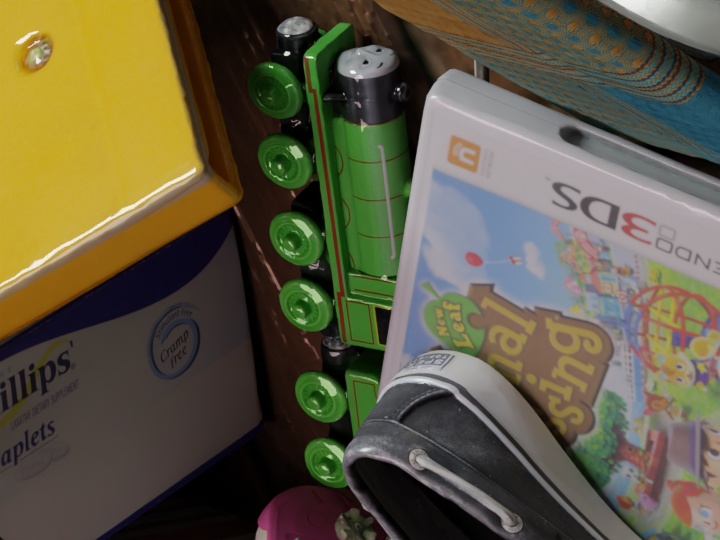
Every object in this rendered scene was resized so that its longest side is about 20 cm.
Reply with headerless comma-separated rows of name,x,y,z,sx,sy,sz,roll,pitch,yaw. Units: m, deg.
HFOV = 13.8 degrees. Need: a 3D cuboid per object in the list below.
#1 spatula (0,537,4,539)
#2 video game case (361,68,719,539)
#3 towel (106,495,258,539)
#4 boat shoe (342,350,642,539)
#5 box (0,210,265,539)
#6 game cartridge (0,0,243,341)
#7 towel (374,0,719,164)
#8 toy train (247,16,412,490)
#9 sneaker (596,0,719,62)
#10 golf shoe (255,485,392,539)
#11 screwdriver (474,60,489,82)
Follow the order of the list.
spatula,-0.193,0.080,1.068,0.199,0.021,0.057,11,129,37
video game case,0.093,0.045,1.024,0.182,0.022,0.200,24,134,17
towel,-0.111,0.117,1.206,0.200,0.146,0.030,15,102,39
boat shoe,0.071,0.120,1.032,0.200,0.068,0.072,50,135,-10
box,-0.173,0.038,1.179,0.199,0.184,0.105,13,124,38
game cartridge,-0.145,-0.047,1.063,0.200,0.032,0.177,-31,52,19
towel,0.041,-0.079,0.889,0.200,0.022,0.147,26,178,-31
toy train,0.000,0.000,1.097,0.056,0.042,0.201,11,125,28
sneaker,0.063,-0.151,0.913,0.200,0.076,0.116,24,124,20
golf shoe,0.002,0.181,1.131,0.092,0.075,0.201,-41,68,50
screwdriver,0.046,-0.037,1.039,0.028,0.029,0.201,23,128,33
